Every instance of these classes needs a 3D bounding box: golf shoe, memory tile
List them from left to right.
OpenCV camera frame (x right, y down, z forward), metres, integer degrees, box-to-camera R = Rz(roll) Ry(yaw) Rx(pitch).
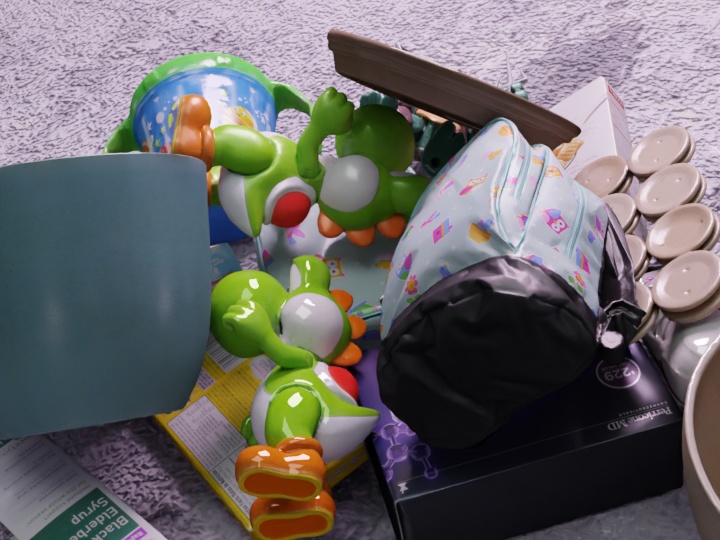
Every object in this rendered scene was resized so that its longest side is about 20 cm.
[{"bbox_3d":[0.176,-0.017,0.881,0.153,0.017,0.201,-28,31,24],"label":"memory tile"},{"bbox_3d":[0.217,0.042,0.866,0.092,0.073,0.200,23,14,8],"label":"golf shoe"}]

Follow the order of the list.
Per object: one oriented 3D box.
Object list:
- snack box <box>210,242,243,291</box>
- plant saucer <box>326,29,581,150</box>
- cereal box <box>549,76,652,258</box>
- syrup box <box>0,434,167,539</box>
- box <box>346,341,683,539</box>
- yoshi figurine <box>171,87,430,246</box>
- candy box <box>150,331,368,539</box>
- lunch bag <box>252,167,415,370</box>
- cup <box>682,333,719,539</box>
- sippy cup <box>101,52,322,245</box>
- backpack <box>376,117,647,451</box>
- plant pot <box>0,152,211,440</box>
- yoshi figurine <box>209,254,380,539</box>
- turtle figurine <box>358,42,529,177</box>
[{"bbox_3d":[-0.195,0.041,0.989,0.199,0.037,0.116,-31,10,-21],"label":"snack box"},{"bbox_3d":[0.065,-0.127,0.925,0.199,0.030,0.200,21,6,-2],"label":"plant saucer"},{"bbox_3d":[0.154,-0.054,1.015,0.143,0.040,0.201,-31,34,27],"label":"cereal box"},{"bbox_3d":[-0.193,0.186,0.839,0.079,0.082,0.199,-38,47,-26],"label":"syrup box"},{"bbox_3d":[0.104,0.104,0.875,0.199,0.079,0.142,-15,44,-5],"label":"box"},{"bbox_3d":[-0.042,-0.088,0.961,0.198,0.113,0.112,9,15,-6],"label":"yoshi figurine"},{"bbox_3d":[-0.092,0.107,0.941,0.102,0.026,0.200,-37,48,-14],"label":"candy box"},{"bbox_3d":[0.000,0.000,1.008,0.159,0.077,0.201,-13,42,-5],"label":"lunch bag"},{"bbox_3d":[0.279,0.138,0.739,0.199,0.144,0.201,-1,49,1],"label":"cup"},{"bbox_3d":[-0.131,-0.099,1.114,0.178,0.139,0.131,-39,47,27],"label":"sippy cup"},{"bbox_3d":[0.092,-0.002,0.808,0.166,0.127,0.200,-32,22,35],"label":"backpack"},{"bbox_3d":[-0.189,0.023,0.832,0.199,0.201,0.162,-9,85,1],"label":"plant pot"},{"bbox_3d":[-0.063,0.074,0.853,0.112,0.112,0.201,-34,38,33],"label":"yoshi figurine"},{"bbox_3d":[0.073,-0.138,1.113,0.149,0.101,0.200,9,21,18],"label":"turtle figurine"}]
